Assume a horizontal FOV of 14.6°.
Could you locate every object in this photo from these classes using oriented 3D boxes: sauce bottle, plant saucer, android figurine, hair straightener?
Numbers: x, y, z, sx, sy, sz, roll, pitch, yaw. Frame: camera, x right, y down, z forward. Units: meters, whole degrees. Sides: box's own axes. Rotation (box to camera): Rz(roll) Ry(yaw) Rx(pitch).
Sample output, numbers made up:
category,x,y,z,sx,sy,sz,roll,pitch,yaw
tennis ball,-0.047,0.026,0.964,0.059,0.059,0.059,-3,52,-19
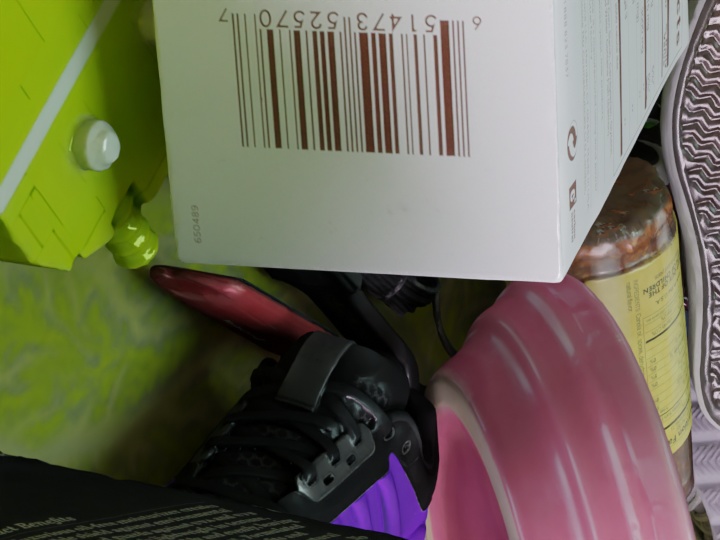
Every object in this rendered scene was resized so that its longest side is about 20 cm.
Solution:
category,x,y,z,sx,sy,sz,roll,pitch,yaw
sauce bottle,0.089,0.052,1.033,0.066,0.066,0.201,-49,143,-43
plant saucer,0.062,0.103,0.923,0.200,0.051,0.202,170,-90,-79
android figurine,-0.094,-0.081,0.764,0.183,0.041,0.200,-63,143,-29
hair straightener,0.000,0.000,0.937,0.200,0.041,0.077,32,69,-55

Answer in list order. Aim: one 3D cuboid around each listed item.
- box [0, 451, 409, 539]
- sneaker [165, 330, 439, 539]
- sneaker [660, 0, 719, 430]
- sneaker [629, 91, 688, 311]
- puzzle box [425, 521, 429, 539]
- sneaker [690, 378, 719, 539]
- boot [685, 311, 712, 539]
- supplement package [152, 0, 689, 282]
category,x,y,z,sx,sy,sz,roll,pitch,yaw
box,-0.072,0.160,0.701,0.123,0.198,0.201,-6,102,-57
sneaker,-0.030,0.066,0.861,0.200,0.069,0.100,-4,115,-68
sneaker,0.141,-0.044,1.022,0.085,0.072,0.201,-85,178,-61
sneaker,0.118,-0.011,1.121,0.200,0.075,0.116,-21,120,-45
puzzle box,0.015,0.178,1.024,0.133,0.025,0.201,6,92,-60
sneaker,0.186,0.091,1.129,0.112,0.077,0.201,10,83,-54
boot,0.151,0.089,1.201,0.095,0.074,0.201,-8,119,-33
supplement package,0.024,-0.090,0.836,0.200,0.116,0.118,-57,146,-62
